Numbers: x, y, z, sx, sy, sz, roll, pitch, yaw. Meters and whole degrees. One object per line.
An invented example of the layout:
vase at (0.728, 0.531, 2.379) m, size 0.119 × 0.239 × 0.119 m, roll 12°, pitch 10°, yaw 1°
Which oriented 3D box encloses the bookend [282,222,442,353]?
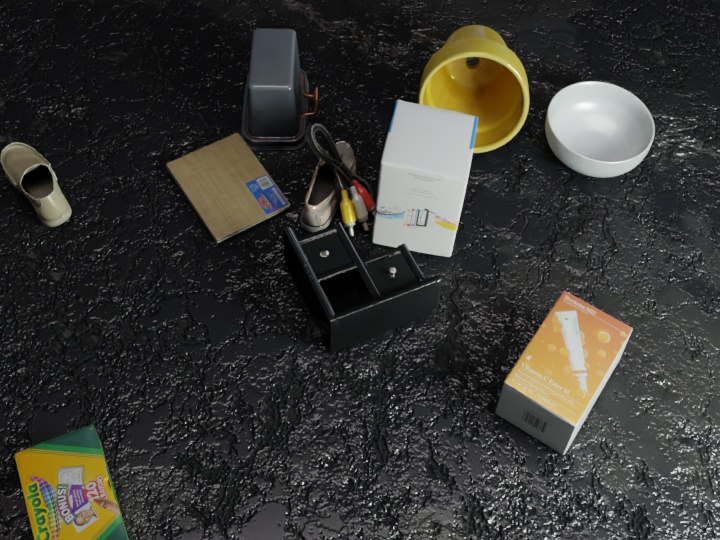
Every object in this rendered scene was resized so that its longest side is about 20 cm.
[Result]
bookend at (0.000, 0.000, 1.576) m, size 0.197 × 0.093 × 0.201 m, roll -19°, pitch 57°, yaw -16°

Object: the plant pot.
plant pot at (0.209, -0.350, 1.785) m, size 0.196 × 0.204 × 0.190 m, roll 6°, pitch 38°, yaw 3°

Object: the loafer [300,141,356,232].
loafer at (-0.053, -0.159, 1.704) m, size 0.071 × 0.063 × 0.202 m, roll 15°, pitch 56°, yaw 9°

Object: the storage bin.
storage bin at (-0.150, -0.343, 1.788) m, size 0.142 × 0.135 × 0.203 m, roll 1°, pitch 55°, yaw -1°

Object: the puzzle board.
puzzle board at (-0.235, -0.148, 1.720) m, size 0.149 × 0.018 × 0.201 m, roll -26°, pitch 60°, yaw -21°

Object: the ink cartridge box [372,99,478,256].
ink cartridge box at (0.106, -0.149, 1.620) m, size 0.142 × 0.202 × 0.149 m, roll 11°, pitch 54°, yaw 3°

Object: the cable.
cable at (-0.024, -0.166, 1.658) m, size 0.050 × 0.203 × 0.097 m, roll 1°, pitch 30°, yaw 44°

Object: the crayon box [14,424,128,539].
crayon box at (-0.399, 0.330, 1.348) m, size 0.117 × 0.059 × 0.202 m, roll -19°, pitch 58°, yaw -15°

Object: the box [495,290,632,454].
box at (0.310, 0.153, 1.476) m, size 0.123 × 0.098 × 0.201 m, roll 29°, pitch 58°, yaw 18°

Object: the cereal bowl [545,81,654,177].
cereal bowl at (0.431, -0.246, 1.772) m, size 0.196 × 0.084 × 0.203 m, roll 1°, pitch 54°, yaw -1°

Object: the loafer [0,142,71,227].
loafer at (-0.566, -0.164, 1.685) m, size 0.075 × 0.069 × 0.200 m, roll -32°, pitch 62°, yaw -23°
